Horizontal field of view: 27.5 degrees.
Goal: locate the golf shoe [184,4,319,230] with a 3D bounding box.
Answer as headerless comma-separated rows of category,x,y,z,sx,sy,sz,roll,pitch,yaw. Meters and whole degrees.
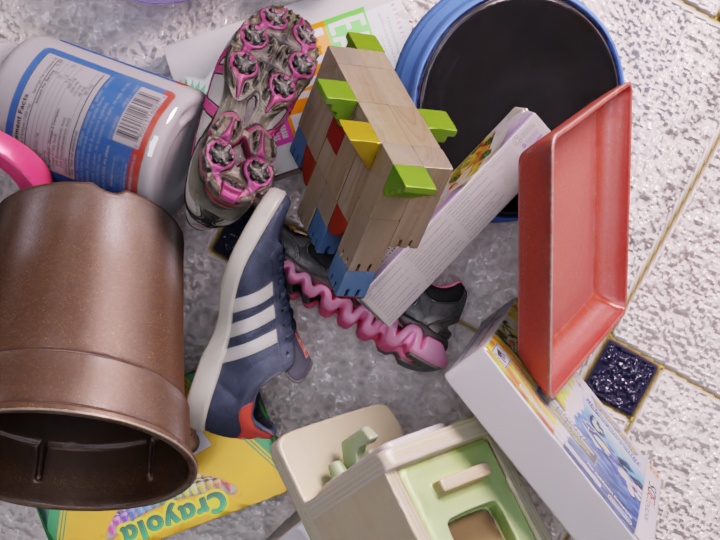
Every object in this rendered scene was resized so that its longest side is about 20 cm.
golf shoe,-0.094,-0.123,1.152,0.073,0.092,0.200,29,58,-16

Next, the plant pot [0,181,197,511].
plant pot,-0.216,0.055,1.105,0.200,0.200,0.199,1,61,-1

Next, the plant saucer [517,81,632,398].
plant saucer,0.164,-0.030,1.133,0.037,0.200,0.201,6,111,25

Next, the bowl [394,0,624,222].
bowl,0.122,-0.135,1.185,0.200,0.039,0.201,-5,105,-17

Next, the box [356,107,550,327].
box,0.073,-0.043,1.148,0.200,0.039,0.041,-47,112,-3

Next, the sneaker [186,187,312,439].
sneaker,-0.070,0.038,1.139,0.084,0.075,0.200,17,103,1

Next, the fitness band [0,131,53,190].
fitness band,-0.336,-0.069,1.155,0.200,0.144,0.037,-7,46,26

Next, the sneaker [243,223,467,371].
sneaker,0.000,0.000,1.208,0.200,0.079,0.096,31,80,-7

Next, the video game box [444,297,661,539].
video game box,0.157,0.126,1.147,0.047,0.182,0.200,-39,91,15

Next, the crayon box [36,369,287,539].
crayon box,-0.167,0.156,1.203,0.200,0.058,0.119,-21,89,-1

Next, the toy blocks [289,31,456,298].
toy blocks,-0.002,-0.072,1.127,0.100,0.200,0.137,3,130,-27

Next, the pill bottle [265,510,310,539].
pill bottle,0.017,0.270,1.178,0.114,0.114,0.200,-41,90,-1

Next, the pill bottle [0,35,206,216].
pill bottle,-0.228,-0.121,1.172,0.200,0.112,0.112,21,89,14

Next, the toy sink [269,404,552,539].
toy sink,0.046,0.180,1.097,0.112,0.130,0.200,-40,70,41

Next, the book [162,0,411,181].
book,-0.048,-0.153,1.220,0.200,0.048,0.134,-19,88,2

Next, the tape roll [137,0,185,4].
tape roll,-0.153,-0.315,1.159,0.200,0.066,0.201,8,112,21
